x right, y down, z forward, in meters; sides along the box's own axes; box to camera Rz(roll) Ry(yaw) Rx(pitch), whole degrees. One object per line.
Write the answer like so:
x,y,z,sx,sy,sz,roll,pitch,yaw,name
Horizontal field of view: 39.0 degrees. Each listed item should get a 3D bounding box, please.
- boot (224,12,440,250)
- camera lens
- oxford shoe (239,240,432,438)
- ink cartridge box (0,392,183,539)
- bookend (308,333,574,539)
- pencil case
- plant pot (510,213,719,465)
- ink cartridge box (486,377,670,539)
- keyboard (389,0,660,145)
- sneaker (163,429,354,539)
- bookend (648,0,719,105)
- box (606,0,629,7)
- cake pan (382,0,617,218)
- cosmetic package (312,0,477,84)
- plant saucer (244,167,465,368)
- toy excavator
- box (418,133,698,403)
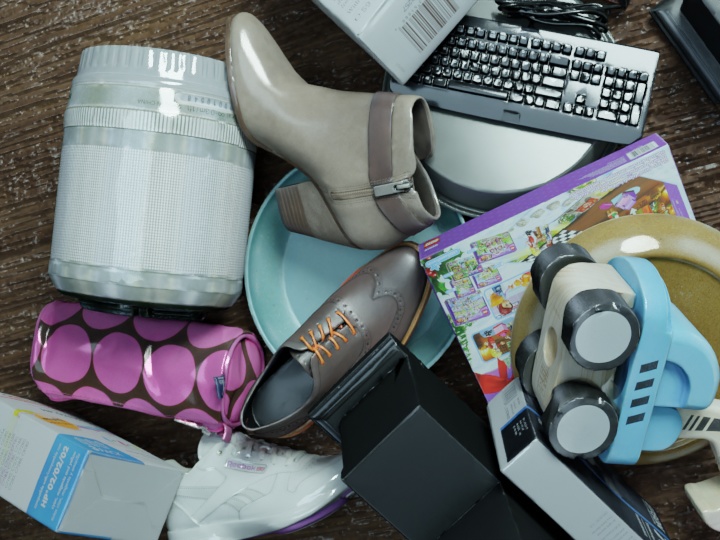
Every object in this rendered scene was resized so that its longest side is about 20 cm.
-0.016,-0.112,0.780,0.144,0.070,0.203,-7,110,34,boot
-0.167,-0.066,0.833,0.157,0.160,0.205,7,90,16,camera lens
-0.017,0.059,0.795,0.071,0.072,0.201,42,98,13,oxford shoe
-0.261,0.157,0.857,0.197,0.115,0.069,17,82,36,ink cartridge box
0.065,0.176,0.699,0.092,0.200,0.199,-43,107,11,bookend
-0.186,0.084,0.872,0.196,0.091,0.096,8,81,19,pencil case
0.210,0.059,0.749,0.195,0.028,0.204,1,109,3,plant pot
0.173,0.171,0.726,0.039,0.100,0.200,-42,103,13,ink cartridge box
0.123,-0.165,0.763,0.196,0.040,0.106,12,83,9,keyboard
-0.086,0.172,0.847,0.197,0.075,0.102,-20,84,15,sneaker
0.305,-0.222,0.682,0.199,0.198,0.093,-36,82,13,bookend
0.143,-0.299,0.815,0.197,0.035,0.112,24,95,15,box
0.112,-0.143,0.800,0.196,0.037,0.205,-1,80,8,cake pan
0.001,-0.242,0.789,0.102,0.074,0.200,-47,49,7,cosmetic package
0.000,0.000,0.848,0.196,0.036,0.205,0,89,15,plant saucer
0.211,0.090,0.703,0.195,0.100,0.198,5,112,-8,toy excavator
0.159,0.004,0.768,0.197,0.039,0.139,-24,107,10,box
